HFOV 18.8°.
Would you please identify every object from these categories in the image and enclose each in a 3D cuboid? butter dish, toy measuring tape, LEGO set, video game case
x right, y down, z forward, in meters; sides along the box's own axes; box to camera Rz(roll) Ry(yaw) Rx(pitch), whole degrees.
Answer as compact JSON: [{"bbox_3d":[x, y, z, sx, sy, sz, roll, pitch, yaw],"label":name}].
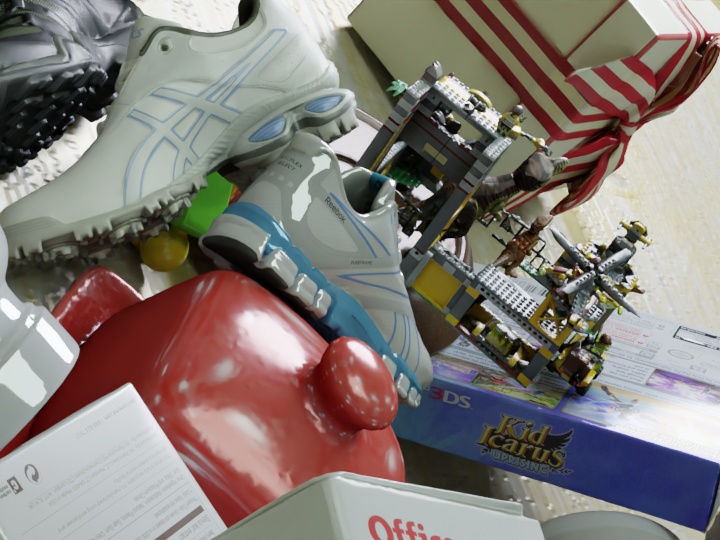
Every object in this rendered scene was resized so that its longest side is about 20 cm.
[{"bbox_3d":[-0.046,0.081,0.962,0.200,0.148,0.200,48,29,-13],"label":"butter dish"},{"bbox_3d":[-0.085,-0.095,1.127,0.073,0.073,0.201,25,73,-43],"label":"toy measuring tape"},{"bbox_3d":[0.082,-0.042,1.163,0.200,0.116,0.154,44,33,12],"label":"LEGO set"},{"bbox_3d":[0.124,0.067,1.232,0.199,0.046,0.181,16,22,16],"label":"video game case"}]

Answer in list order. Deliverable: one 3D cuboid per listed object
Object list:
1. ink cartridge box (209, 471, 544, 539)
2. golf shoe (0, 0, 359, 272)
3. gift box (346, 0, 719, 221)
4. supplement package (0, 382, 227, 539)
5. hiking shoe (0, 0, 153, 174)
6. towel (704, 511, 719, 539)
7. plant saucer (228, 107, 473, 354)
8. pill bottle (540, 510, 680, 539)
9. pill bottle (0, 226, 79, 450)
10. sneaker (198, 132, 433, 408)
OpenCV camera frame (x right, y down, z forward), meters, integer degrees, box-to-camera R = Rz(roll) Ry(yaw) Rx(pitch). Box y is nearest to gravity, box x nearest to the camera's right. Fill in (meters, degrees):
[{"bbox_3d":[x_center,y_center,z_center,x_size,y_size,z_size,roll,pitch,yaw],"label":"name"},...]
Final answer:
[{"bbox_3d":[0.025,0.184,0.769,0.144,0.084,0.201,19,48,-52],"label":"ink cartridge box"},{"bbox_3d":[-0.102,-0.068,1.043,0.199,0.078,0.098,-28,91,-28],"label":"golf shoe"},{"bbox_3d":[0.118,-0.147,1.444,0.187,0.185,0.200,51,30,12],"label":"gift box"},{"bbox_3d":[-0.098,0.168,0.811,0.201,0.121,0.120,57,28,1],"label":"supplement package"},{"bbox_3d":[-0.172,-0.113,1.074,0.101,0.076,0.200,43,20,2],"label":"hiking shoe"},{"bbox_3d":[0.206,0.175,1.207,0.034,0.201,0.133,22,44,4],"label":"towel"},{"bbox_3d":[-0.013,-0.038,1.211,0.199,0.035,0.201,25,34,-18],"label":"plant saucer"},{"bbox_3d":[0.128,0.232,1.107,0.112,0.112,0.201,35,34,-32],"label":"pill bottle"},{"bbox_3d":[-0.209,-0.009,0.838,0.200,0.116,0.116,48,28,-12],"label":"pill bottle"},{"bbox_3d":[0.000,0.000,1.069,0.075,0.087,0.200,25,-13,30],"label":"sneaker"}]
